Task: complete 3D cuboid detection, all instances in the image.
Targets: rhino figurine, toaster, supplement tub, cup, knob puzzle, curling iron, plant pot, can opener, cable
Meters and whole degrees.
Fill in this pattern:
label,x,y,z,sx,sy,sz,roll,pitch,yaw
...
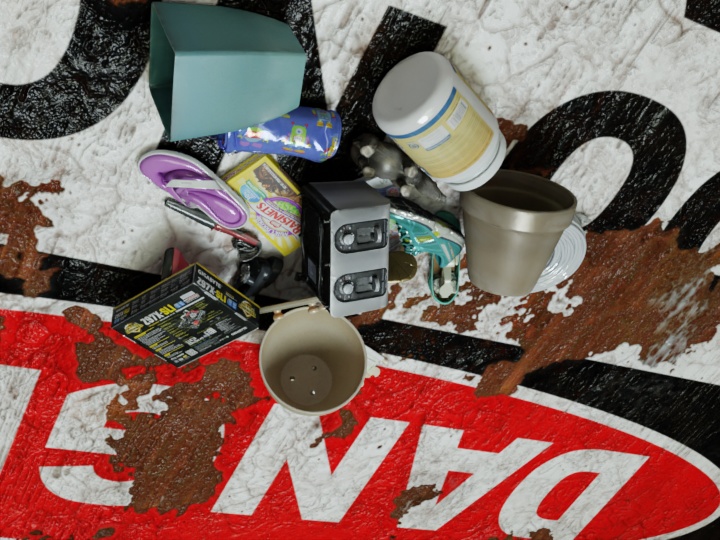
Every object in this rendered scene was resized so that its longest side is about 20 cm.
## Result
label,x,y,z,sx,sy,sz,roll,pitch,yaw
rhino figurine,0.066,-0.164,1.656,0.199,0.088,0.060,25,110,-27
toaster,-0.030,-0.042,1.643,0.117,0.200,0.183,-6,111,-19
supplement tub,0.128,-0.229,1.586,0.144,0.145,0.200,-37,132,16
cup,-0.095,0.186,1.887,0.198,0.202,0.143,-7,160,-12
knob puzzle,-0.101,0.064,1.765,0.217,0.031,0.220,-11,179,0
curling iron,-0.244,-0.069,1.690,0.199,0.026,0.050,30,114,-37
plant pot,0.254,-0.058,1.724,0.198,0.200,0.175,0,115,-19
can opener,-0.212,0.050,1.787,0.078,0.064,0.200,23,121,-35
plant pot,-0.187,-0.288,1.435,0.198,0.142,0.142,-8,135,-22
cable,0.321,-0.039,1.883,0.199,0.070,0.200,22,122,-34

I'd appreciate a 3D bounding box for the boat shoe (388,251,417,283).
label,x,y,z,sx,sy,sz,roll,pitch,yaw
boat shoe,0.000,0.000,1.784,0.197,0.074,0.065,3,172,-1

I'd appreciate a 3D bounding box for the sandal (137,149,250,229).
label,x,y,z,sx,sy,sz,roll,pitch,yaw
sandal,-0.258,-0.124,1.597,0.202,0.050,0.082,30,125,-25

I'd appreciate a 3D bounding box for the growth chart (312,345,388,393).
label,x,y,z,sx,sy,sz,roll,pitch,yaw
growth chart,-0.051,0.207,2.020,0.199,0.018,0.145,-34,134,13

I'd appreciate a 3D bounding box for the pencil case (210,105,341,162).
label,x,y,z,sx,sy,sz,roll,pitch,yaw
pencil case,-0.129,-0.214,1.557,0.198,0.078,0.088,3,102,-21

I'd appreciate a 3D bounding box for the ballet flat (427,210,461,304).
label,x,y,z,sx,sy,sz,roll,pitch,yaw
ballet flat,0.159,-0.015,1.848,0.067,0.071,0.201,-9,133,-7

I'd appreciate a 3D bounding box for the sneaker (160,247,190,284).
label,x,y,z,sx,sy,sz,roll,pitch,yaw
sneaker,-0.287,0.028,1.727,0.086,0.074,0.201,-2,142,2

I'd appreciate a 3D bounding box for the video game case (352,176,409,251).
label,x,y,z,sx,sy,sz,roll,pitch,yaw
video game case,0.024,-0.085,1.775,0.142,0.018,0.201,-21,134,1

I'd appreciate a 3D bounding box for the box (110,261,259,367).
label,x,y,z,sx,sy,sz,roll,pitch,yaw
box,-0.292,0.079,1.693,0.199,0.050,0.159,-27,133,28

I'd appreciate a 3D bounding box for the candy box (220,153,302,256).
label,x,y,z,sx,sy,sz,roll,pitch,yaw
candy box,-0.143,-0.110,1.688,0.102,0.027,0.200,-30,134,14

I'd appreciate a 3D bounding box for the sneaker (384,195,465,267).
label,x,y,z,sx,sy,sz,roll,pitch,yaw
sneaker,0.098,-0.065,1.736,0.199,0.078,0.080,28,103,-30
